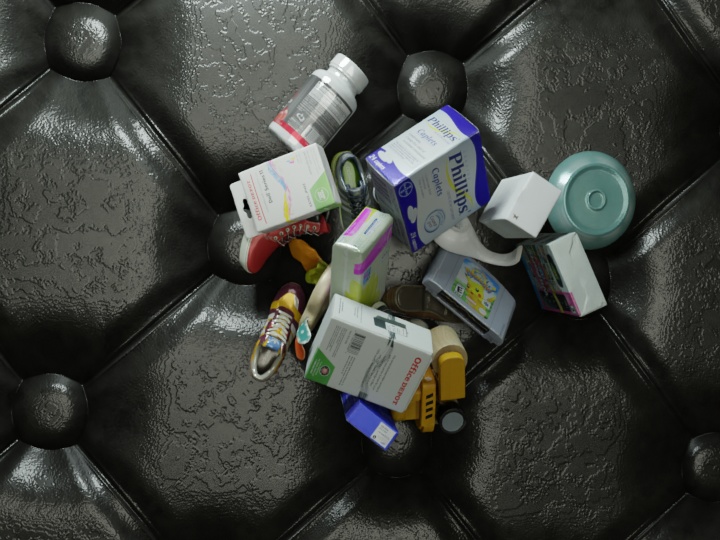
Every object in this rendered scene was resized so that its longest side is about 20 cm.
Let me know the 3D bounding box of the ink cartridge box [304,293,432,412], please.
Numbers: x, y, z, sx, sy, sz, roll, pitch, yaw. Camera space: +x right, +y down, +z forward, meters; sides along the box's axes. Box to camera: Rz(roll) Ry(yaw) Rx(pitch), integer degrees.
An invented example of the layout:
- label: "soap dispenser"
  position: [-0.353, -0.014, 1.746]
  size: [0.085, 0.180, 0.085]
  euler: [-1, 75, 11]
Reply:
- label: "ink cartridge box"
  position: [0.016, 0.152, 1.415]
  size: [0.197, 0.084, 0.148]
  euler: [22, 117, -9]

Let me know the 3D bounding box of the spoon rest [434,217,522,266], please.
- label: "spoon rest"
  position: [0.225, -0.061, 1.571]
  size: [0.197, 0.061, 0.100]
  euler: [25, 56, -3]

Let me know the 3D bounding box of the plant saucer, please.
- label: "plant saucer"
  position: [0.480, -0.145, 1.608]
  size: [0.196, 0.036, 0.205]
  euler: [0, 92, -6]

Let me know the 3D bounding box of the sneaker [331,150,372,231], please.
- label: "sneaker"
  position: [-0.012, -0.137, 1.535]
  size: [0.073, 0.081, 0.204]
  euler: [-18, 94, -4]

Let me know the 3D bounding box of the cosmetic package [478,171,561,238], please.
- label: "cosmetic package"
  position: [0.304, -0.122, 1.508]
  size: [0.071, 0.200, 0.103]
  euler: [31, 90, -6]

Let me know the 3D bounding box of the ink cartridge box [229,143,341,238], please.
- label: "ink cartridge box"
  position: [-0.148, -0.142, 1.442]
  size: [0.197, 0.067, 0.119]
  euler: [-20, 89, 10]

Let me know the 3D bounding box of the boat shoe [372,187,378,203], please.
- label: "boat shoe"
  position: [0.101, -0.211, 1.550]
  size: [0.200, 0.068, 0.072]
  euler: [-45, 96, -2]

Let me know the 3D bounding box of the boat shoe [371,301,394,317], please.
- label: "boat shoe"
  position: [0.036, 0.158, 1.504]
  size: [0.066, 0.074, 0.202]
  euler: [35, 126, 32]

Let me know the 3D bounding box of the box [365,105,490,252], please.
- label: "box"
  position: [0.133, -0.171, 1.480]
  size: [0.198, 0.105, 0.185]
  euler: [-34, 139, -12]

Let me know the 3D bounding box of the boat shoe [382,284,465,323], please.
- label: "boat shoe"
  position: [0.137, 0.062, 1.567]
  size: [0.197, 0.068, 0.073]
  euler: [15, 80, -27]

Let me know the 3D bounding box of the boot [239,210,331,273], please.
- label: "boot"
  position: [-0.138, -0.068, 1.503]
  size: [0.143, 0.072, 0.203]
  euler: [27, 88, 24]

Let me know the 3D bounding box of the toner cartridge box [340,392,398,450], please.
- label: "toner cartridge box"
  position: [0.014, 0.272, 1.494]
  size: [0.095, 0.200, 0.043]
  euler: [40, 90, -6]

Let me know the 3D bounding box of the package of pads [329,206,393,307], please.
- label: "package of pads"
  position: [0.000, 0.000, 1.470]
  size: [0.067, 0.155, 0.203]
  euler: [18, 127, 17]

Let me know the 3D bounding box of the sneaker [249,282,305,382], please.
- label: "sneaker"
  position: [-0.158, 0.122, 1.526]
  size: [0.074, 0.090, 0.204]
  euler: [20, 90, -6]

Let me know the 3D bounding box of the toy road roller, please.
- label: "toy road roller"
  position: [0.126, 0.218, 1.518]
  size: [0.143, 0.123, 0.204]
  euler: [-3, 113, -7]

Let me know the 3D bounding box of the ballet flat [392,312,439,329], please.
- label: "ballet flat"
  position: [0.076, 0.120, 1.560]
  size: [0.196, 0.068, 0.069]
  euler: [12, 90, -6]

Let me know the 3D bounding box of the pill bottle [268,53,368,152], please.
- label: "pill bottle"
  position: [-0.076, -0.313, 1.507]
  size: [0.110, 0.111, 0.201]
  euler: [40, 88, -6]

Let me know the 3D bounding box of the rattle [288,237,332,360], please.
- label: "rattle"
  position: [-0.118, 0.047, 1.488]
  size: [0.142, 0.130, 0.202]
  euler: [35, 72, -8]

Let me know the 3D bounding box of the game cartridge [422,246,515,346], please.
- label: "game cartridge"
  position: [0.220, 0.043, 1.550]
  size: [0.199, 0.134, 0.040]
  euler: [39, 131, -7]

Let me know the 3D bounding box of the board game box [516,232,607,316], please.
- label: "board game box"
  position: [0.386, 0.005, 1.521]
  size: [0.063, 0.200, 0.150]
  euler: [-24, 94, -4]
